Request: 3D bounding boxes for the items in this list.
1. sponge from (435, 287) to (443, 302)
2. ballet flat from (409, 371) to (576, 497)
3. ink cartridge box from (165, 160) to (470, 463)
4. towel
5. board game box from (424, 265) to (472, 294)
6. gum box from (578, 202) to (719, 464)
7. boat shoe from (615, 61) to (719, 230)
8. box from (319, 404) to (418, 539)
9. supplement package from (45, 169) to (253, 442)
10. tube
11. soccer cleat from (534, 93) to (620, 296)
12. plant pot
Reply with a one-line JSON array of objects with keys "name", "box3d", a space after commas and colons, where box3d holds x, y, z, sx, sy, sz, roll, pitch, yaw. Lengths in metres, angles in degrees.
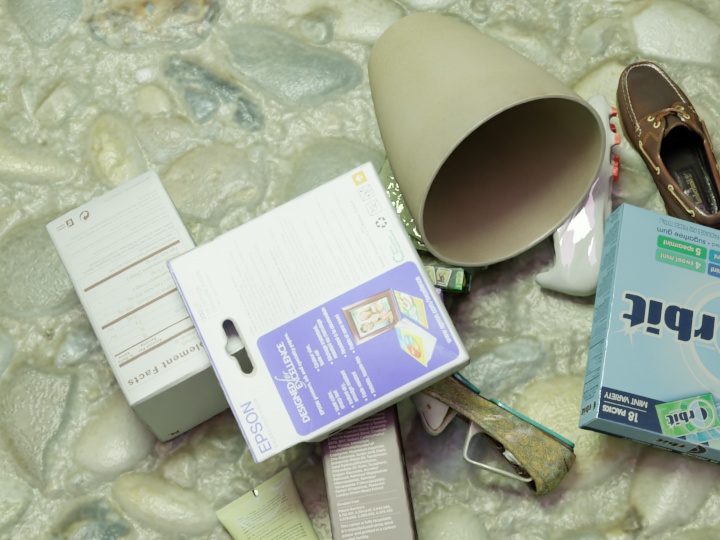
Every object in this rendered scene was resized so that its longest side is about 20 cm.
[{"name": "sponge", "box3d": [-0.021, 0.035, 1.254, 0.198, 0.112, 0.030, 7, 70, 10]}, {"name": "ballet flat", "box3d": [0.094, 0.129, 1.212, 0.199, 0.071, 0.071, 34, 74, 1]}, {"name": "ink cartridge box", "box3d": [-0.037, 0.036, 1.174, 0.199, 0.043, 0.199, -25, 73, -2]}, {"name": "towel", "box3d": [0.095, -0.107, 1.341, 0.147, 0.037, 0.201, 17, 70, 12]}, {"name": "board game box", "box3d": [0.000, 0.000, 1.271, 0.198, 0.105, 0.024, 6, 86, 8]}, {"name": "gum box", "box3d": [0.288, 0.059, 1.218, 0.168, 0.045, 0.202, 15, 69, -9]}, {"name": "boat shoe", "box3d": [0.297, -0.119, 1.306, 0.070, 0.070, 0.201, -20, 66, -1]}, {"name": "box", "box3d": [0.004, 0.165, 1.205, 0.074, 0.100, 0.202, -11, 68, 2]}, {"name": "supplement package", "box3d": [-0.185, 0.033, 1.270, 0.117, 0.117, 0.201, -27, 68, -5]}, {"name": "tube", "box3d": [-0.048, 0.271, 1.197, 0.058, 0.052, 0.201, -10, 56, -41]}, {"name": "soccer cleat", "box3d": [0.203, -0.075, 1.300, 0.077, 0.069, 0.202, 2, 71, 11]}, {"name": "plant pot", "box3d": [0.090, -0.141, 1.253, 0.186, 0.188, 0.201, -28, 52, -6]}]
